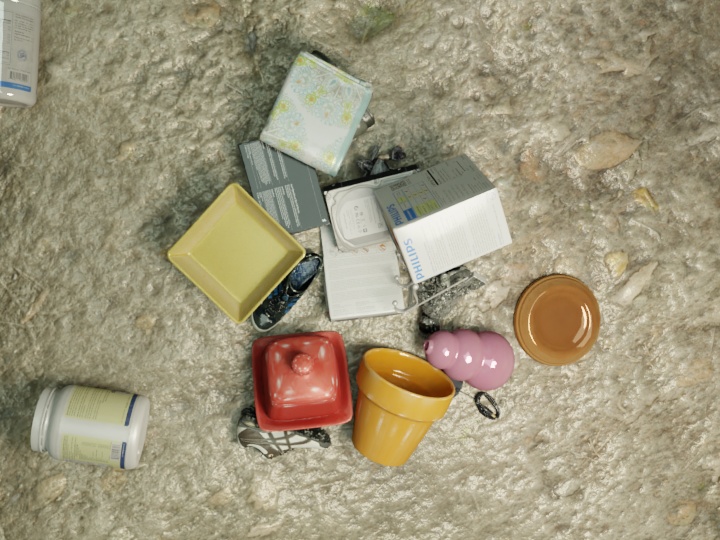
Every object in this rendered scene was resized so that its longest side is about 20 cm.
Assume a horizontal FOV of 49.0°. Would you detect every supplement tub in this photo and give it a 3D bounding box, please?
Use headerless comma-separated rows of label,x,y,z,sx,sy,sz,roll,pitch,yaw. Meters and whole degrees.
supplement tub,-0.675,-0.418,1.490,0.130,0.132,0.203,4,91,-8
supplement tub,-0.524,0.303,1.542,0.197,0.145,0.147,10,92,-8

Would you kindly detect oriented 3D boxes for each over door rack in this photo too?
over door rack,0.149,-0.013,1.558,0.198,0.149,0.067,-22,131,30

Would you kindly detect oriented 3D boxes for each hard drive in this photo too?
hard drive,0.035,-0.123,1.596,0.198,0.038,0.141,-13,115,0

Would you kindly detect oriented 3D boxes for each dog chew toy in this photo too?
dog chew toy,0.220,0.176,1.635,0.198,0.124,0.126,16,91,-24

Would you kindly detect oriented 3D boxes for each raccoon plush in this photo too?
raccoon plush,0.190,0.073,1.628,0.096,0.133,0.202,-21,111,-30

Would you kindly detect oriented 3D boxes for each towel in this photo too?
towel,-0.084,-0.309,1.548,0.170,0.048,0.202,25,85,-9

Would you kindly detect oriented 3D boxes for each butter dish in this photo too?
butter dish,-0.117,0.204,1.571,0.197,0.148,0.202,-5,68,-7

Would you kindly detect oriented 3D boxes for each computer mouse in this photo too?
computer mouse,0.220,0.265,1.699,0.199,0.034,0.059,30,88,-9

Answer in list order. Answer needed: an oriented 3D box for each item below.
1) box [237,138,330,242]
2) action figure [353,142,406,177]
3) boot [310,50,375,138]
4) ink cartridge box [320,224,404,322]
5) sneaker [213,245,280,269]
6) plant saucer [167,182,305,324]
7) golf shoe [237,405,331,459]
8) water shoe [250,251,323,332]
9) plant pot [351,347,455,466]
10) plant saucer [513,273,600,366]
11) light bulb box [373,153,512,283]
box,-0.154,-0.173,1.601,0.139,0.079,0.202,-15,94,-3
action figure,0.075,-0.188,1.639,0.198,0.069,0.131,26,94,-5
boot,-0.073,-0.336,1.609,0.130,0.068,0.201,-39,99,-5
ink cartridge box,0.000,0.000,1.660,0.160,0.050,0.203,-6,76,-7
sneaker,-0.207,0.001,1.611,0.198,0.078,0.092,-18,99,3
plant saucer,-0.239,-0.034,1.544,0.200,0.048,0.200,44,94,-4
golf shoe,-0.160,0.349,1.638,0.198,0.078,0.096,16,102,-2
water shoe,-0.154,0.041,1.612,0.071,0.079,0.201,39,88,-8
plant pot,0.070,0.287,1.611,0.198,0.200,0.185,18,106,-8
plant saucer,0.433,0.110,1.718,0.197,0.037,0.203,0,93,-7
light bulb box,0.150,-0.102,1.488,0.198,0.199,0.126,-22,118,1
